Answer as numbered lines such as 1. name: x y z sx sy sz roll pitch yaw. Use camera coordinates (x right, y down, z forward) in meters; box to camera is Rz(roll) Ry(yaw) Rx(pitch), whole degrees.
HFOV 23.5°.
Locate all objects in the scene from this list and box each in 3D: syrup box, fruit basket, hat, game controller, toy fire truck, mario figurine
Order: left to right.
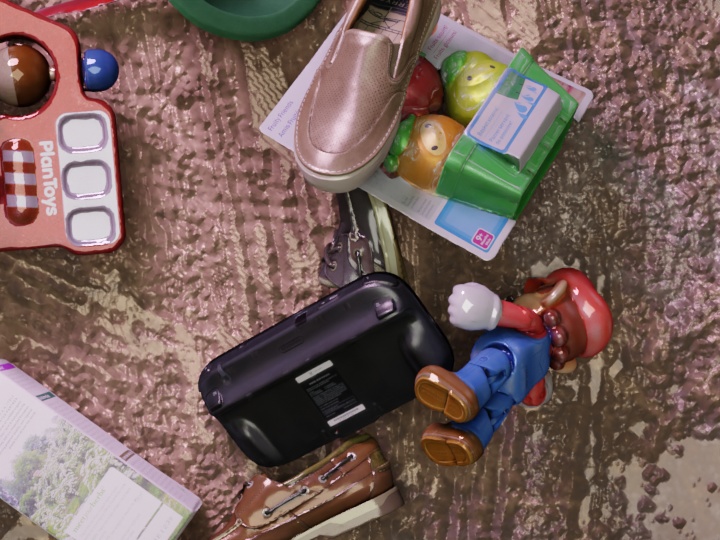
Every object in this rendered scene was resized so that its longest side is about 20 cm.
1. toy fire truck: -0.266 -0.109 1.326 0.167 0.112 0.201 -4 91 -5
2. syrup box: -0.227 0.156 1.341 0.200 0.081 0.079 35 89 1
3. hat: -0.148 -0.257 1.367 0.200 0.176 0.166 3 89 -37
4. game controller: -0.028 0.079 1.325 0.200 0.042 0.104 -29 114 25
5. fruit basket: 0.054 -0.123 1.304 0.200 0.094 0.185 33 58 4
6. mario figurine: 0.105 0.061 1.309 0.106 0.124 0.200 45 50 9

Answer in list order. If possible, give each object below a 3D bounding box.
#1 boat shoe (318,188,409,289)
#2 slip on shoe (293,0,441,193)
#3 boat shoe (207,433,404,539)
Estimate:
1. boat shoe: 0.000 0.000 1.341 0.066 0.072 0.201 -16 95 -4
2. slip on shoe: 0.005 -0.149 1.253 0.076 0.061 0.200 18 62 19
3. boat shoe: -0.069 0.190 1.350 0.199 0.072 0.068 -23 87 -9
